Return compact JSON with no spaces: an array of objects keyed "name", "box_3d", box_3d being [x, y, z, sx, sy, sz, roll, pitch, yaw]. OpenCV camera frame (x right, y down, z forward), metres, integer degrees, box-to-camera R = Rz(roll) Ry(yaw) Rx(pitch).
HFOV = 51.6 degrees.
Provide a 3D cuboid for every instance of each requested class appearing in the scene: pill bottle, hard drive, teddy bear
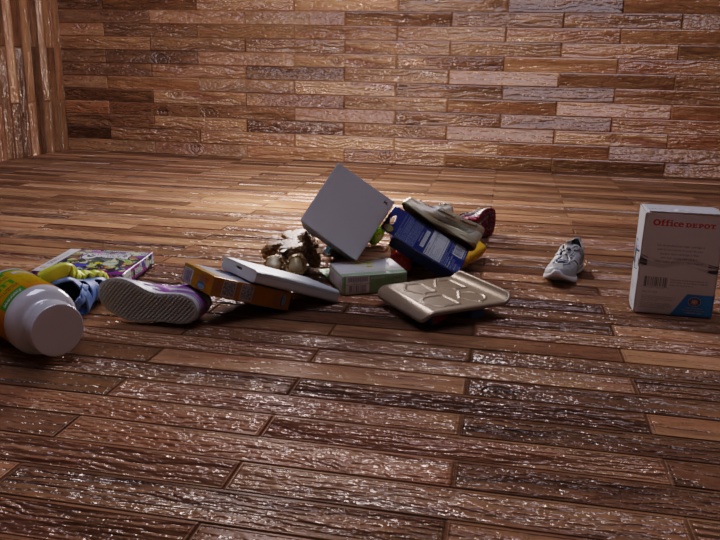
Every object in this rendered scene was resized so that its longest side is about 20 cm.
[{"name":"pill bottle","box_3d":[-0.524,0.070,1.191,0.110,0.113,0.199,-13,21,-42]},{"name":"hard drive","box_3d":[-0.155,0.018,1.447,0.198,0.027,0.131,15,3,-41]},{"name":"teddy bear","box_3d":[-0.157,-0.030,1.705,0.143,0.068,0.200,-10,23,-6]}]

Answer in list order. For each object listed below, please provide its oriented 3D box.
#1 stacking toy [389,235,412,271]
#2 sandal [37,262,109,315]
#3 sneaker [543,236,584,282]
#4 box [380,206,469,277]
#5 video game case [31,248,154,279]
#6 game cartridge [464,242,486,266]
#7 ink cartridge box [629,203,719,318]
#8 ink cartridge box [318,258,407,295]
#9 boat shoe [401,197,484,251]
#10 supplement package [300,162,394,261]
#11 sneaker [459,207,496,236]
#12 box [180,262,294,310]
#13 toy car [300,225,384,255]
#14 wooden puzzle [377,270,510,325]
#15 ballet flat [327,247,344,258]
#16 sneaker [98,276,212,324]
[{"name":"stacking toy","box_3d":[0.100,-0.047,1.741,0.084,0.087,0.200,3,19,8]},{"name":"sandal","box_3d":[-0.518,0.043,1.367,0.079,0.088,0.200,-19,-7,8]},{"name":"sneaker","box_3d":[0.459,-0.027,1.676,0.074,0.083,0.200,8,17,23]},{"name":"box","box_3d":[0.140,-0.060,1.657,0.199,0.033,0.121,32,36,2]},{"name":"video game case","box_3d":[-0.572,-0.006,1.610,0.197,0.036,0.181,3,17,5]},{"name":"game cartridge","box_3d":[0.197,-0.078,1.785,0.176,0.033,0.199,40,28,15]},{"name":"ink cartridge box","box_3d":[0.609,-0.021,1.441,0.144,0.203,0.086,5,15,12]},{"name":"ink cartridge box","box_3d":[0.000,0.000,1.616,0.144,0.049,0.200,-4,19,-18]},{"name":"boat shoe","box_3d":[0.189,-0.120,1.712,0.198,0.065,0.072,30,-12,10]},{"name":"supplement package","box_3d":[-0.032,-0.124,1.670,0.150,0.153,0.200,34,-2,-2]},{"name":"sneaker","box_3d":[0.304,-0.133,2.060,0.198,0.082,0.074,-13,19,-41]},{"name":"box","box_3d":[-0.224,0.033,1.405,0.199,0.042,0.118,17,2,-41]},{"name":"toy car","box_3d":[-0.054,-0.121,1.893,0.164,0.159,0.199,36,53,23]},{"name":"wooden puzzle","box_3d":[0.157,0.058,1.428,0.198,0.047,0.185,-12,19,-25]},{"name":"ballet flat","box_3d":[-0.029,-0.126,1.815,0.067,0.203,0.068,11,-4,-6]},{"name":"sneaker","box_3d":[-0.371,0.053,1.367,0.198,0.074,0.114,13,12,8]}]
